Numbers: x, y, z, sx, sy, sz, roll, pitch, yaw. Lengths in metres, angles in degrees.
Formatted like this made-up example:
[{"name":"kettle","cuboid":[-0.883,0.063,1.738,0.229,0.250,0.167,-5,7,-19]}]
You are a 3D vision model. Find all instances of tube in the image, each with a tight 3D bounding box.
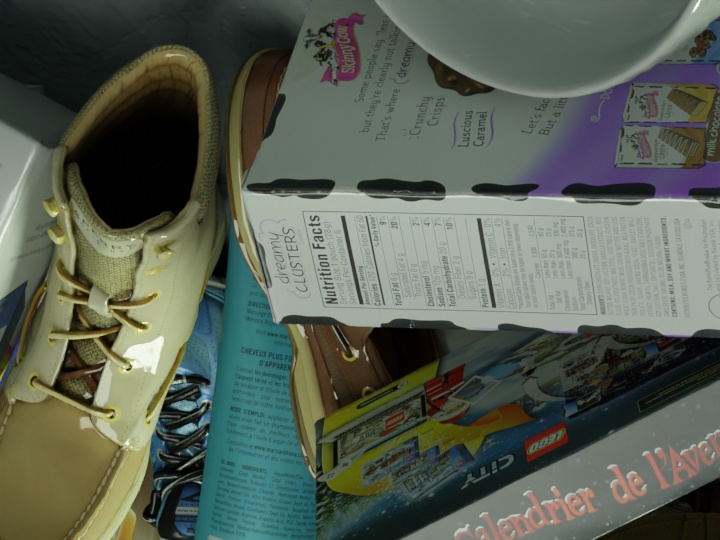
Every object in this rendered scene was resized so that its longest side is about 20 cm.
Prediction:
[{"name":"tube","cuboid":[-0.037,0.072,1.254,0.077,0.050,0.201,9,99,-14]}]

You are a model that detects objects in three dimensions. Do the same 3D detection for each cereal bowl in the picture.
[{"name":"cereal bowl","cuboid":[0.072,-0.167,0.999,0.200,0.083,0.201,24,127,36]}]

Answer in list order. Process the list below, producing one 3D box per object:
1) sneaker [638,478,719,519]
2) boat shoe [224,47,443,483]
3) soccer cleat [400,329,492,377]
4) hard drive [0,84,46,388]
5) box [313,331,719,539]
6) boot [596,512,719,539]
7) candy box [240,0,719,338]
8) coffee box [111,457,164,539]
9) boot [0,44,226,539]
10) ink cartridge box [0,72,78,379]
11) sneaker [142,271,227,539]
[{"name":"sneaker","cuboid":[0.153,0.096,1.280,0.115,0.076,0.200,-4,142,11]},{"name":"boat shoe","cuboid":[0.000,0.001,1.188,0.067,0.072,0.201,-4,109,37]},{"name":"soccer cleat","cuboid":[0.038,0.067,1.261,0.069,0.078,0.200,-13,145,-31]},{"name":"hard drive","cuboid":[-0.202,0.019,1.250,0.131,0.025,0.201,2,97,15]},{"name":"box","cuboid":[0.077,0.058,1.097,0.200,0.137,0.038,-27,111,10]},{"name":"boot","cuboid":[0.184,0.177,1.272,0.199,0.072,0.155,5,147,-1]},{"name":"candy box","cuboid":[0.072,-0.058,1.073,0.199,0.168,0.072,1,133,16]},{"name":"coffee box","cuboid":[-0.148,0.139,1.373,0.079,0.115,0.200,6,134,13]},{"name":"boot","cuboid":[-0.106,0.020,1.151,0.073,0.200,0.156,23,159,4]},{"name":"ink cartridge box","cuboid":[-0.216,0.001,1.193,0.145,0.087,0.200,27,102,10]},{"name":"sneaker","cuboid":[-0.064,0.080,1.300,0.078,0.090,0.200,0,133,30]}]
